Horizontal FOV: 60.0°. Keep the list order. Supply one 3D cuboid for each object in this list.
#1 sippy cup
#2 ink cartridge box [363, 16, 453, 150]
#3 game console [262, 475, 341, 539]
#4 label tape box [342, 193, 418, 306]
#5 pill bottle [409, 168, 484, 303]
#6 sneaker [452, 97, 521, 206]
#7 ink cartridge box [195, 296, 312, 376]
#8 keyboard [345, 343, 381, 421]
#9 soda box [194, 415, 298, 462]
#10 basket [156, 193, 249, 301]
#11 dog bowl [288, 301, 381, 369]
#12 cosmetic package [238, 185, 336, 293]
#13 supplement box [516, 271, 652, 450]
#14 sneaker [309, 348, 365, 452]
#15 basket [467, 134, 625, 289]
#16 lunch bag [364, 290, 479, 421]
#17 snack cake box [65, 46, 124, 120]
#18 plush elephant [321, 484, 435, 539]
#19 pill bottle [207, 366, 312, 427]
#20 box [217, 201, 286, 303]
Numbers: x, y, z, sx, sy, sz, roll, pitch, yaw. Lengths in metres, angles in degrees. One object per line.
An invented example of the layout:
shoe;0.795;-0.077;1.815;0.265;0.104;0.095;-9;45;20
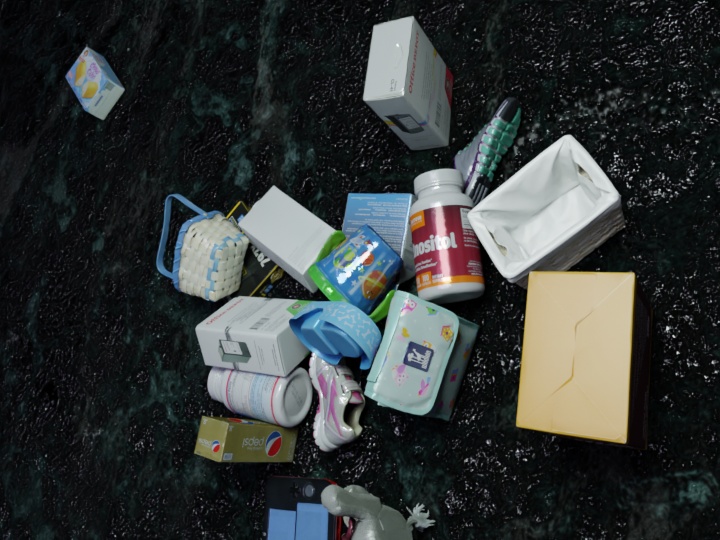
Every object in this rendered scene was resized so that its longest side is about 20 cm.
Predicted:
sippy cup;0.000;0.000;1.056;0.178;0.140;0.131;44;93;8
ink cartridge box;0.092;-0.327;1.116;0.084;0.199;0.152;0;74;31
game console;-0.109;0.475;1.107;0.173;0.031;0.206;-8;71;31
label tape box;0.033;-0.036;1.150;0.140;0.066;0.206;5;84;34
pill bottle;0.139;-0.055;1.026;0.111;0.112;0.206;-12;76;29
sneaker;0.205;-0.214;1.089;0.087;0.074;0.204;27;92;40
ink cartridge box;-0.190;0.119;1.184;0.195;0.146;0.086;2;114;30
keyboard;-0.005;0.194;1.132;0.125;0.020;0.206;-7;73;37
soda box;-0.197;0.303;1.113;0.066;0.199;0.066;5;77;33
basket;-0.331;-0.038;1.270;0.197;0.139;0.180;27;117;16
dog bowl;-0.040;0.099;1.006;0.050;0.112;0.198;-50;22;-25
cosmetic package;-0.133;-0.063;1.226;0.199;0.082;0.113;37;76;30
supplement box;0.308;0.125;0.838;0.130;0.199;0.203;1;75;32
sneaker;-0.032;0.208;1.092;0.087;0.081;0.206;-14;76;33
basket;0.289;-0.078;0.961;0.199;0.123;0.137;-38;58;17
lunch bag;0.090;0.135;0.979;0.120;0.199;0.174;17;84;35
snack cake box;-0.781;-0.551;1.833;0.115;0.067;0.201;-48;56;12
plush elephant;0.004;0.433;0.981;0.156;0.196;0.167;-51;51;37
pill bottle;-0.195;0.225;1.191;0.196;0.108;0.112;5;78;34
box;-0.253;-0.024;1.342;0.160;0.049;0.201;-45;57;11
